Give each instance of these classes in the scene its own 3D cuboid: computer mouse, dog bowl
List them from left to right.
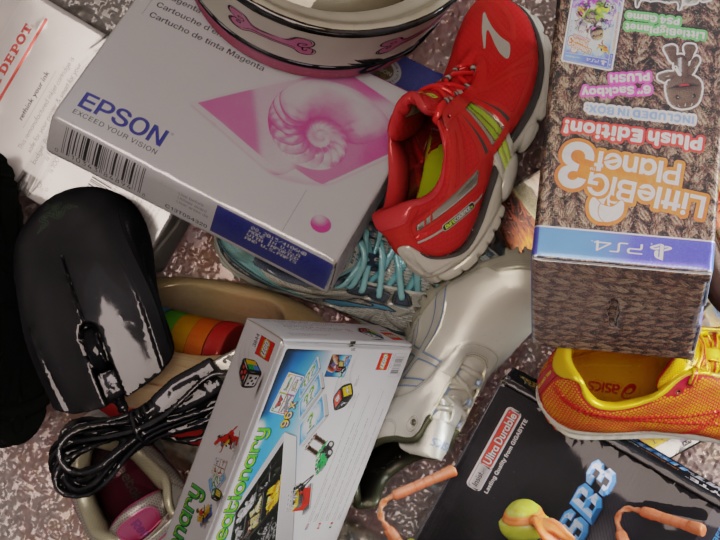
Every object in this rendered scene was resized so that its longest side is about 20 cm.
[{"bbox_3d":[-0.156,0.023,1.430,0.138,0.053,0.201,-29,58,7],"label":"computer mouse"},{"bbox_3d":[-0.023,-0.206,1.486,0.198,0.074,0.201,6,56,-10],"label":"dog bowl"}]

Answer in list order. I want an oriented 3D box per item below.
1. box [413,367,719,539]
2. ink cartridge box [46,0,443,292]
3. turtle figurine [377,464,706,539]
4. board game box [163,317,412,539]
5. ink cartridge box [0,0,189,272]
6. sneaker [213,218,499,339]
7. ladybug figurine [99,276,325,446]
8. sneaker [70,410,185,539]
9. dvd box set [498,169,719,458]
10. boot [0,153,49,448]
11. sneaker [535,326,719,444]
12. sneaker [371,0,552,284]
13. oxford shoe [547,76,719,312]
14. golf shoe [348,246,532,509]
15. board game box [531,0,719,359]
[{"bbox_3d":[0.130,0.195,1.478,0.198,0.050,0.201,30,101,6],"label":"box"},{"bbox_3d":[-0.064,-0.108,1.480,0.195,0.043,0.201,26,55,4],"label":"ink cartridge box"},{"bbox_3d":[0.105,0.205,1.425,0.198,0.064,0.163,2,99,9],"label":"turtle figurine"},{"bbox_3d":[-0.051,0.126,1.414,0.035,0.126,0.201,30,105,35],"label":"board game box"},{"bbox_3d":[-0.189,-0.100,1.540,0.199,0.068,0.117,31,90,7],"label":"ink cartridge box"},{"bbox_3d":[0.000,0.000,1.501,0.198,0.086,0.078,11,88,5],"label":"sneaker"},{"bbox_3d":[-0.105,0.060,1.495,0.199,0.136,0.072,13,122,30],"label":"ladybug figurine"},{"bbox_3d":[-0.126,0.173,1.505,0.081,0.088,0.200,-43,83,3],"label":"sneaker"},{"bbox_3d":[0.186,0.010,1.507,0.146,0.029,0.201,-28,83,4],"label":"dvd box set"},{"bbox_3d":[-0.285,0.018,1.520,0.161,0.073,0.200,-8,92,33],"label":"boot"},{"bbox_3d":[0.206,0.065,1.427,0.198,0.077,0.073,-7,64,-14],"label":"sneaker"},{"bbox_3d":[0.059,-0.093,1.448,0.077,0.085,0.201,-12,52,42],"label":"sneaker"},{"bbox_3d":[0.178,-0.050,1.465,0.072,0.071,0.201,-30,72,8],"label":"oxford shoe"},{"bbox_3d":[0.054,0.072,1.465,0.200,0.078,0.098,-42,42,25],"label":"golf shoe"},{"bbox_3d":[0.153,-0.071,1.346,0.096,0.160,0.202,5,72,6],"label":"board game box"}]
